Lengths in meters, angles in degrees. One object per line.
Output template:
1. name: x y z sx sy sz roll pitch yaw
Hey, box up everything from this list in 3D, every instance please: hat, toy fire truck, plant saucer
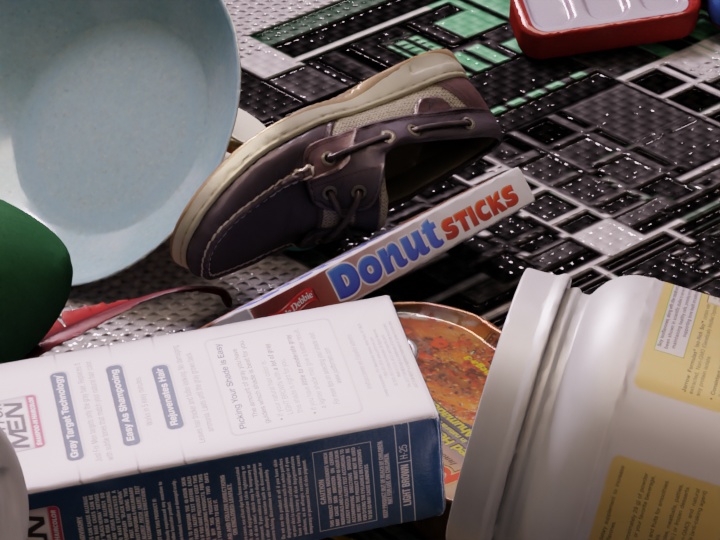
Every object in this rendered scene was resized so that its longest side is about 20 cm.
1. hat: -0.147 0.017 1.270 0.176 0.166 0.200 8 44 -4
2. toy fire truck: 0.181 -0.211 1.705 0.200 0.112 0.168 -8 55 -10
3. plant saucer: -0.143 -0.082 1.452 0.201 0.201 0.039 21 -5 32

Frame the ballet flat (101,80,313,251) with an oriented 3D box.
1. ballet flat: -0.099 -0.069 1.484 0.200 0.071 0.069 17 34 28

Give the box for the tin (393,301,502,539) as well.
1. tin: 0.046 0.076 1.272 0.112 0.042 0.200 -16 34 -31

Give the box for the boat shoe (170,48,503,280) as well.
1. boat shoe: -0.008 -0.048 1.387 0.200 0.072 0.065 -31 64 -30

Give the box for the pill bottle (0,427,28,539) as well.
1. pill bottle: -0.241 0.100 1.128 0.200 0.111 0.111 0 23 46

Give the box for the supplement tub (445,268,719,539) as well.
1. supplement tub: 0.148 0.085 1.120 0.200 0.145 0.145 17 33 7

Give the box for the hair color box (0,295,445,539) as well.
1. hair color box: -0.071 0.077 1.191 0.200 0.061 0.100 -10 34 -8

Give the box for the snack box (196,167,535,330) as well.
1. snack box: 0.000 0.000 1.377 0.200 0.024 0.072 -28 3 -38

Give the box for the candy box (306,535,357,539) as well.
1. candy box: -0.064 0.142 1.174 0.200 0.026 0.102 14 37 24
